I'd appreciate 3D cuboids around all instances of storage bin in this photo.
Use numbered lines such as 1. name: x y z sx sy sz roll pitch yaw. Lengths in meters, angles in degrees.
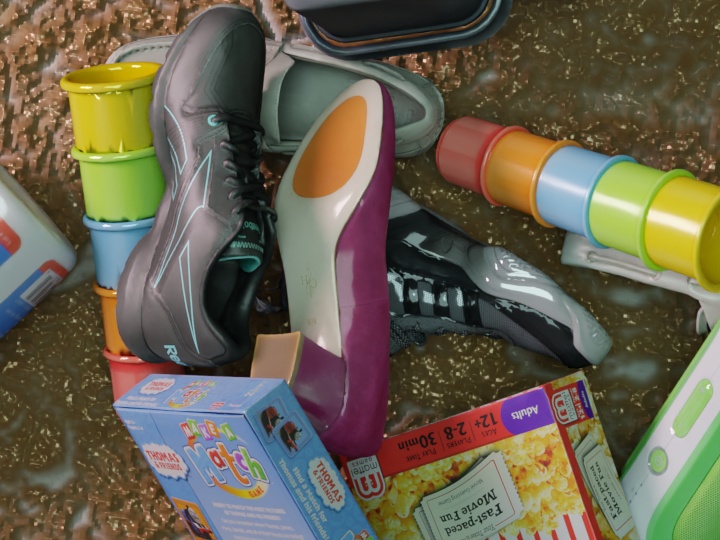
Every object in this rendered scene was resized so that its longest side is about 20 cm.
1. storage bin: 0.013 -0.218 1.570 0.144 0.134 0.202 -6 92 12

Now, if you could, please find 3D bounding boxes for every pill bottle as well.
1. pill bottle: -0.266 0.022 1.651 0.200 0.112 0.112 -43 87 0

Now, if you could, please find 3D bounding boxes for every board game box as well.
1. board game box: -0.042 0.148 1.594 0.037 0.151 0.201 -39 109 -26
2. board game box: 0.088 0.174 1.630 0.151 0.046 0.201 -22 87 37

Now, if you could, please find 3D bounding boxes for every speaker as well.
1. speaker: 0.205 0.089 1.612 0.088 0.088 0.201 31 116 3

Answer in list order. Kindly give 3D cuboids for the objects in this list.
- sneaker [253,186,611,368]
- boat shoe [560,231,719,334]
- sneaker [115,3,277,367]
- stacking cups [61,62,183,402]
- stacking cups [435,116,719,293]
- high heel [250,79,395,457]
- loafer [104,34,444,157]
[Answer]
1. sneaker: 0.037 0.029 1.661 0.199 0.075 0.114 30 90 9
2. boat shoe: 0.209 0.008 1.656 0.199 0.072 0.066 22 93 3
3. sneaker: -0.073 -0.043 1.592 0.079 0.075 0.202 12 94 44
4. stacking cups: -0.127 -0.012 1.643 0.060 0.061 0.202 -5 103 2
5. stacking cups: 0.124 -0.045 1.616 0.199 0.060 0.061 22 89 37
6. high heel: 0.000 0.000 1.614 0.067 0.096 0.201 -6 64 37
7. loafer: -0.051 -0.101 1.667 0.198 0.070 0.071 4 89 3
